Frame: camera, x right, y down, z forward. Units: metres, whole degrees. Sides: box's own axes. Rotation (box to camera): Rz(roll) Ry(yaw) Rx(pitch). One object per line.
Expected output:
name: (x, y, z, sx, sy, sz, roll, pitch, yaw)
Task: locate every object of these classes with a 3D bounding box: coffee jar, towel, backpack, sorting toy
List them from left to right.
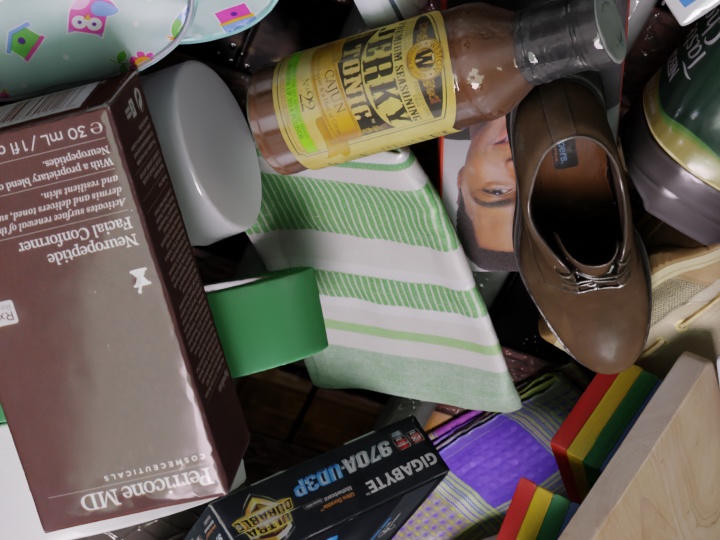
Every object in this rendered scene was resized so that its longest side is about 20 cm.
backpack: (-0.129, -0.185, 0.987, 0.198, 0.154, 0.177, -15, 121, 2)
towel: (0.000, 0.000, 1.157, 0.152, 0.023, 0.201, 7, 134, 35)
towel: (0.095, 0.151, 1.311, 0.199, 0.023, 0.144, -32, 119, 22)
sorting toy: (0.142, 0.168, 1.187, 0.069, 0.199, 0.200, 24, 156, 31)
coffee jar: (0.218, -0.113, 1.054, 0.085, 0.105, 0.200, 29, 116, -13)

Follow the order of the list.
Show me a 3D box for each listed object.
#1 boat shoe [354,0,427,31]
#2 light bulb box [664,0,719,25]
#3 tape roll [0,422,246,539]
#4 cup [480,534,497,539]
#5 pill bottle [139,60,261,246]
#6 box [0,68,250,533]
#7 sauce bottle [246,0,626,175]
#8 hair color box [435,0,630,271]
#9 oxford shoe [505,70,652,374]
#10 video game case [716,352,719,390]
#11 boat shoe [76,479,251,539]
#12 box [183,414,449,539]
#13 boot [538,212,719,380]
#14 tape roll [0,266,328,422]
boat shoe: (0.018, -0.210, 1.008, 0.066, 0.074, 0.201, -4, 126, 14)
light bulb box: (0.178, -0.253, 0.907, 0.199, 0.125, 0.199, -35, 94, 23)
tape roll: (-0.170, 0.109, 1.170, 0.201, 0.202, 0.071, -11, 93, 8)
cup: (0.129, 0.287, 1.321, 0.199, 0.144, 0.201, -4, 135, -4)
pill bottle: (-0.164, -0.041, 1.101, 0.199, 0.114, 0.114, -17, 125, 20)
box: (-0.131, 0.016, 0.965, 0.099, 0.075, 0.201, -13, 108, 10)
sauce bottle: (0.037, -0.101, 1.024, 0.199, 0.065, 0.065, -15, 126, 26)
hair color box: (0.092, -0.096, 1.104, 0.101, 0.061, 0.201, -1, 128, 0)
oxford shoe: (0.118, -0.010, 1.079, 0.072, 0.085, 0.201, -15, 127, 7)
video game case: (0.248, 0.011, 1.081, 0.023, 0.201, 0.182, 24, 159, 23)
boat shoe: (-0.159, 0.163, 1.291, 0.198, 0.073, 0.075, -14, 121, 6)
box: (-0.052, 0.178, 1.229, 0.158, 0.046, 0.200, -20, 157, -37)
boot: (0.226, 0.024, 1.181, 0.155, 0.073, 0.200, 39, 124, -23)
tape roll: (-0.119, 0.040, 1.117, 0.199, 0.200, 0.049, -11, 93, 8)
